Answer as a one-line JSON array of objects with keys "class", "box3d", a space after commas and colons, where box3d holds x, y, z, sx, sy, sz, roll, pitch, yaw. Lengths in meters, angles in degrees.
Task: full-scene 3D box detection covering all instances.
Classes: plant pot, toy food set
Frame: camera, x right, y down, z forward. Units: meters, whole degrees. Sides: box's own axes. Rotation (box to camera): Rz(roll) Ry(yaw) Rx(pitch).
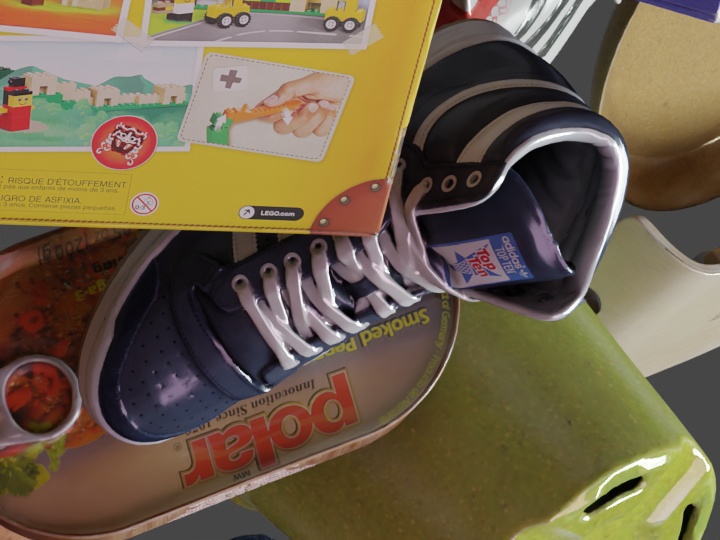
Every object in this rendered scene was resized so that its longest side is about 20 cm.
[{"class": "plant pot", "box3d": [0.174, -0.116, 1.040, 0.199, 0.027, 0.201, -28, 143, -24]}, {"class": "plant pot", "box3d": [0.038, 0.066, 0.941, 0.199, 0.184, 0.201, -28, 143, -24]}, {"class": "toy food set", "box3d": [0.157, -0.006, 1.091, 0.199, 0.061, 0.144, -19, 162, -40]}]

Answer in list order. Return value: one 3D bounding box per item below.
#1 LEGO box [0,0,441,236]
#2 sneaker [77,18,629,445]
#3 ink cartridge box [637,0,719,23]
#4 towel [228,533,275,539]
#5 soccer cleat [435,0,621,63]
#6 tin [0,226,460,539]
[{"class": "LEGO box", "box3d": [-0.078, -0.093, 0.674, 0.198, 0.077, 0.150, 2, 129, -18]}, {"class": "sneaker", "box3d": [0.000, 0.000, 0.768, 0.200, 0.108, 0.070, -40, 126, -7]}, {"class": "ink cartridge box", "box3d": [0.142, -0.166, 0.844, 0.199, 0.076, 0.138, -13, 118, -57]}, {"class": "towel", "box3d": [-0.074, 0.206, 1.093, 0.111, 0.049, 0.201, -30, 143, -22]}, {"class": "soccer cleat", "box3d": [0.034, -0.091, 0.873, 0.200, 0.068, 0.086, -38, 145, -26]}, {"class": "tin", "box3d": [-0.060, 0.030, 0.841, 0.198, 0.113, 0.042, -19, 163, -12]}]
